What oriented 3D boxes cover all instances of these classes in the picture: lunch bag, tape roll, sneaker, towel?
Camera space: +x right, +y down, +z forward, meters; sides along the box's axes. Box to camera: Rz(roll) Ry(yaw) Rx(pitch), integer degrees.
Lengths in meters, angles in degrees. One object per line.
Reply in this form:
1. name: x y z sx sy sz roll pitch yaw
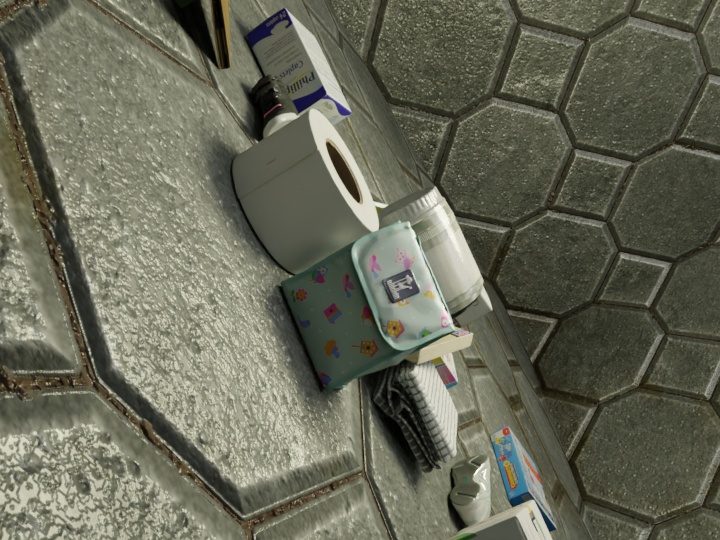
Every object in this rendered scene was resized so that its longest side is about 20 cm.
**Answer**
1. lunch bag: 0.015 0.048 0.961 0.173 0.197 0.122 66 15 12
2. tape roll: -0.079 -0.115 1.042 0.204 0.137 0.204 55 17 -25
3. sneaker: -0.157 -0.288 1.223 0.100 0.070 0.200 58 9 -12
4. towel: 0.096 0.224 1.176 0.168 0.084 0.200 62 13 -8
5. sneaker: 0.206 0.407 1.287 0.200 0.069 0.082 -43 114 -69

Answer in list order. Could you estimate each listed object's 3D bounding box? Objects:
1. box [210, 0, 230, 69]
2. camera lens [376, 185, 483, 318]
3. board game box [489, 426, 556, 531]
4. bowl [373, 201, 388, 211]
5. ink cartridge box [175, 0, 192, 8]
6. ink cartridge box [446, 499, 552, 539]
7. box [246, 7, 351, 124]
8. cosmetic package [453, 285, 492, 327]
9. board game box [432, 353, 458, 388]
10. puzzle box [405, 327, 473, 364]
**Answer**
1. box: -0.232 -0.463 1.145 0.165 0.021 0.203 95 -11 -59
2. camera lens: 0.104 -0.018 1.176 0.203 0.158 0.160 63 14 -10
3. board game box: 0.414 0.537 1.789 0.201 0.055 0.198 53 17 -34
4. bowl: 0.075 -0.080 1.537 0.200 0.196 0.110 -15 121 -75
5. ink cartridge box: -0.298 -0.528 1.157 0.104 0.059 0.202 51 18 -38
6. ink cartridge box: 0.208 0.427 1.074 0.085 0.143 0.200 67 15 19
7. box: -0.125 -0.407 1.466 0.203 0.104 0.184 64 14 6
8. cosmetic package: 0.123 0.023 1.379 0.165 0.198 0.166 51 16 -35
9. board game box: 0.150 0.148 1.578 0.201 0.040 0.154 56 16 -27
10. puzzle box: 0.093 0.110 1.195 0.199 0.131 0.026 -6 111 -57
